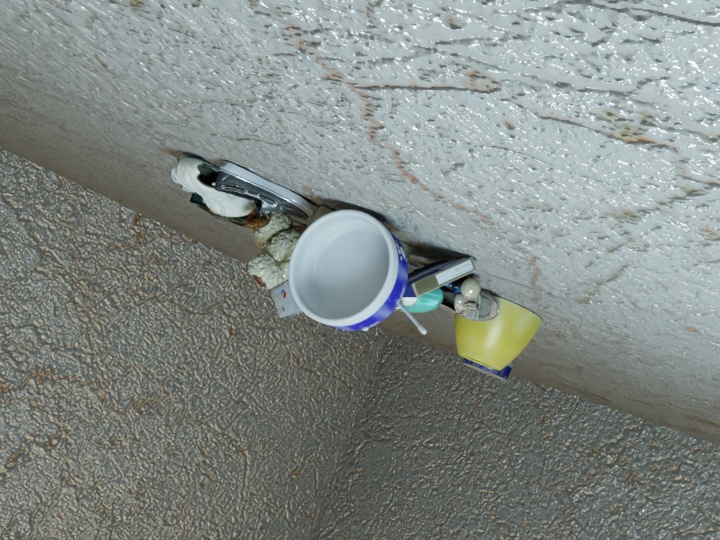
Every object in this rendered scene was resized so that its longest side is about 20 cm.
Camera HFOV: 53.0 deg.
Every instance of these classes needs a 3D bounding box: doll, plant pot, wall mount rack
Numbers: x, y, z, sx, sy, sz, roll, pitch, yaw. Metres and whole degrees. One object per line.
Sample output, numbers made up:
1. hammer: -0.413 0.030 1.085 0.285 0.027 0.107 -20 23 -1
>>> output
1. doll: 0.186 0.027 1.488 0.136 0.049 0.200 14 178 -23
2. plant pot: 0.295 0.143 1.646 0.199 0.143 0.200 22 172 3
3. wall mount rack: 0.026 0.072 1.369 0.173 0.075 0.200 -6 159 43

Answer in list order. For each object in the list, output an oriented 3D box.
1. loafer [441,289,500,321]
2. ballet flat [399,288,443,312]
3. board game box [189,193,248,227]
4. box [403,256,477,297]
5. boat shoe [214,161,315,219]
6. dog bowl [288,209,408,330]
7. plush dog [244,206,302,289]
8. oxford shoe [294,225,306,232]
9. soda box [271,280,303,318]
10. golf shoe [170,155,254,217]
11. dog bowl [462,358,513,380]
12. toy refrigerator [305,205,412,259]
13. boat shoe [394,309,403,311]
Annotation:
1. loafer: 0.212 0.068 1.577 0.063 0.072 0.200 -1 -167 -39
2. ballet flat: 0.072 0.044 1.479 0.199 0.068 0.070 8 173 41
3. board game box: -0.336 -0.147 1.910 0.199 0.028 0.135 19 172 25
4. box: 0.126 0.014 1.351 0.033 0.121 0.200 67 168 -4
5. boat shoe: -0.182 -0.134 1.362 0.199 0.067 0.070 26 172 -26
6. dog bowl: -0.021 0.001 1.259 0.199 0.201 0.079 19 174 28
7. plush dog: -0.172 -0.068 1.531 0.172 0.160 0.200 62 -177 -1
8. oxford shoe: -0.090 -0.051 1.700 0.199 0.071 0.074 23 178 7
9. soda box: -0.096 0.048 1.612 0.199 0.068 0.064 -13 171 -40
10. golf shoe: -0.281 -0.162 1.451 0.097 0.079 0.200 7 165 46
11. dog bowl: 0.532 0.387 3.019 0.199 0.079 0.200 23 173 3
12. toy refrigerator: -0.005 -0.055 1.409 0.199 0.070 0.076 23 167 -14
13. boat shoe: 0.101 0.061 1.645 0.074 0.074 0.199 11 -168 43
